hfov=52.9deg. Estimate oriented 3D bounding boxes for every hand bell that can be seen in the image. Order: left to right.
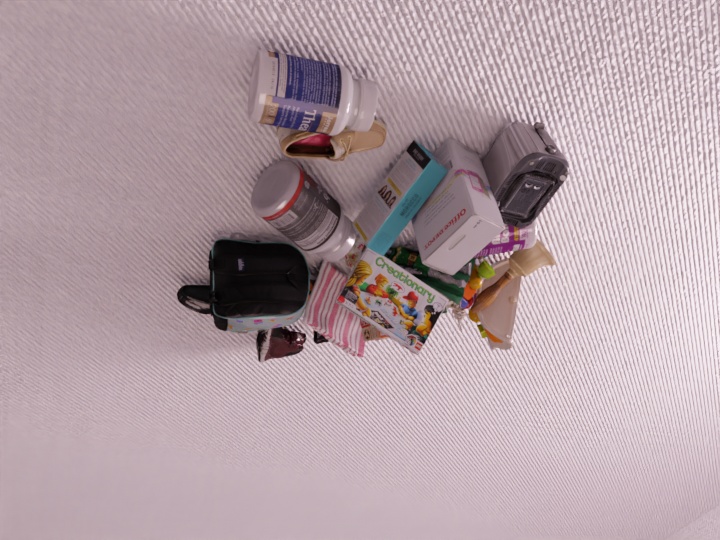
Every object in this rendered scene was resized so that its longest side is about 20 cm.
[{"bbox_3d":[0.308,0.017,1.539,0.200,0.104,0.104,-43,134,4],"label":"hand bell"}]

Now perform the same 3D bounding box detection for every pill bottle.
[{"bbox_3d":[-0.102,-0.105,1.358,0.115,0.117,0.199,-30,136,22],"label":"pill bottle"},{"bbox_3d":[-0.077,-0.280,1.166,0.196,0.113,0.112,6,137,-18],"label":"pill bottle"},{"bbox_3d":[0.246,-0.086,1.453,0.195,0.114,0.113,-10,140,-1],"label":"pill bottle"}]

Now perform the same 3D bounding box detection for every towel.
[{"bbox_3d":[-0.038,0.085,1.571,0.029,0.149,0.199,-4,150,40],"label":"towel"}]

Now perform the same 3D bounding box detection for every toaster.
[{"bbox_3d":[0.292,-0.176,1.347,0.111,0.131,0.201,9,135,-20],"label":"toaster"}]

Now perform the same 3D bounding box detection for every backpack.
[{"bbox_3d":[-0.199,0.034,1.455,0.195,0.179,0.154,-4,156,-5],"label":"backpack"}]

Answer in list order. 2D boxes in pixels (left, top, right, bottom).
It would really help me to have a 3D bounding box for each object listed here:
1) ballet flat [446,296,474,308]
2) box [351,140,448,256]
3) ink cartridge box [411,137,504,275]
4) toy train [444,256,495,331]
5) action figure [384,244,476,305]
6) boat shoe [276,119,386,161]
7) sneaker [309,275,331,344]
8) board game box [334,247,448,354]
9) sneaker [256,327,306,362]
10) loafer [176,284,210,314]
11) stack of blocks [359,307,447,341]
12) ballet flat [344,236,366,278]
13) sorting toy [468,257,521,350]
[{"bbox_3d":[0.169,0.062,1.643,0.196,0.070,0.070,-17,139,8],"label":"ballet flat"},{"bbox_3d":[0.070,-0.133,1.343,0.049,0.083,0.201,26,110,-37],"label":"box"},{"bbox_3d":[0.167,-0.117,1.333,0.084,0.203,0.144,21,131,-31],"label":"ink cartridge box"},{"bbox_3d":[0.235,0.026,1.515,0.115,0.202,0.084,-38,126,22],"label":"toy train"},{"bbox_3d":[0.131,-0.013,1.505,0.196,0.120,0.055,16,153,23],"label":"action figure"},{"bbox_3d":[-0.047,-0.223,1.269,0.195,0.070,0.075,-4,139,-7],"label":"boat shoe"},{"bbox_3d":[-0.090,0.092,1.576,0.077,0.114,0.199,-15,144,41],"label":"sneaker"},{"bbox_3d":[0.063,0.060,1.444,0.198,0.128,0.035,32,168,-4],"label":"board game box"},{"bbox_3d":[-0.176,0.142,1.668,0.113,0.077,0.201,-3,150,-16],"label":"sneaker"},{"bbox_3d":[-0.291,0.056,1.544,0.197,0.069,0.071,11,128,-30],"label":"loafer"},{"bbox_3d":[0.090,0.077,1.535,0.197,0.118,0.058,-6,172,-37],"label":"stack of blocks"},{"bbox_3d":[0.000,0.000,1.550,0.063,0.076,0.202,14,139,20],"label":"ballet flat"},{"bbox_3d":[0.307,0.092,1.643,0.105,0.204,0.181,8,156,14],"label":"sorting toy"}]
